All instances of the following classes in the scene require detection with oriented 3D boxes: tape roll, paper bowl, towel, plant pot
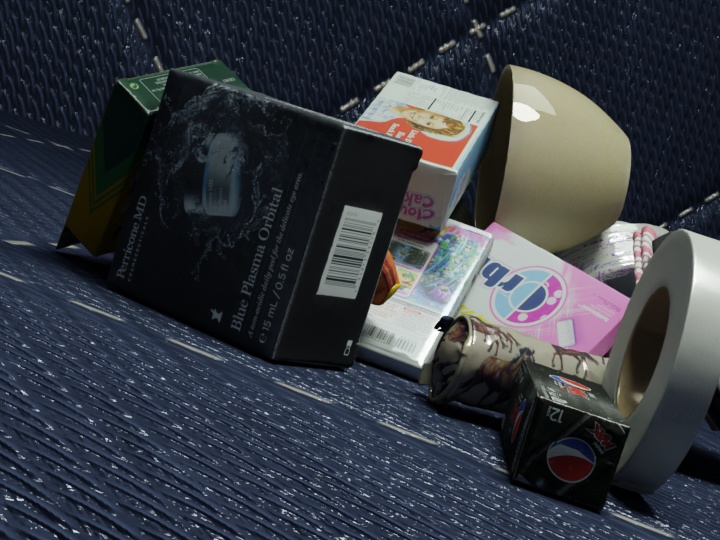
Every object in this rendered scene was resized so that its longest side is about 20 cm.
[{"bbox_3d":[0.228,0.069,1.196,0.037,0.203,0.203,17,5,-4],"label":"tape roll"},{"bbox_3d":[0.264,0.025,1.719,0.201,0.201,0.104,15,42,-33],"label":"paper bowl"},{"bbox_3d":[0.308,0.050,1.512,0.146,0.030,0.200,56,19,-15],"label":"towel"},{"bbox_3d":[0.200,-0.101,1.613,0.134,0.201,0.200,8,5,-3],"label":"plant pot"}]

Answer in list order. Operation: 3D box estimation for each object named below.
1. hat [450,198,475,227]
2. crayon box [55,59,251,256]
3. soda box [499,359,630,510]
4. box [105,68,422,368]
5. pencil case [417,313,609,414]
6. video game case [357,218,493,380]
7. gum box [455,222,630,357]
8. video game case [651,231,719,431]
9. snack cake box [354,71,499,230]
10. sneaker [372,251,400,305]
[{"bbox_3d":[0.018,-0.008,1.584,0.200,0.201,0.081,17,-20,-15],"label":"hat"},{"bbox_3d":[-0.189,-0.090,1.436,0.126,0.200,0.052,-20,58,-46],"label":"crayon box"},{"bbox_3d":[0.147,0.116,1.162,0.071,0.063,0.200,19,5,2],"label":"soda box"},{"bbox_3d":[-0.083,-0.044,1.322,0.200,0.197,0.117,21,7,35],"label":"box"},{"bbox_3d":[0.152,0.096,1.318,0.200,0.078,0.089,17,-11,-19],"label":"pencil case"},{"bbox_3d":[0.000,0.000,1.466,0.200,0.024,0.182,19,50,14],"label":"video game case"},{"bbox_3d":[0.162,0.049,1.471,0.200,0.113,0.066,32,-23,41],"label":"gum box"},{"bbox_3d":[0.324,0.080,1.441,0.181,0.025,0.200,54,21,-19],"label":"video game case"},{"bbox_3d":[0.057,-0.120,1.548,0.115,0.067,0.200,19,29,9],"label":"snack cake box"},{"bbox_3d":[-0.052,-0.014,1.421,0.200,0.073,0.077,25,-31,39],"label":"sneaker"}]
